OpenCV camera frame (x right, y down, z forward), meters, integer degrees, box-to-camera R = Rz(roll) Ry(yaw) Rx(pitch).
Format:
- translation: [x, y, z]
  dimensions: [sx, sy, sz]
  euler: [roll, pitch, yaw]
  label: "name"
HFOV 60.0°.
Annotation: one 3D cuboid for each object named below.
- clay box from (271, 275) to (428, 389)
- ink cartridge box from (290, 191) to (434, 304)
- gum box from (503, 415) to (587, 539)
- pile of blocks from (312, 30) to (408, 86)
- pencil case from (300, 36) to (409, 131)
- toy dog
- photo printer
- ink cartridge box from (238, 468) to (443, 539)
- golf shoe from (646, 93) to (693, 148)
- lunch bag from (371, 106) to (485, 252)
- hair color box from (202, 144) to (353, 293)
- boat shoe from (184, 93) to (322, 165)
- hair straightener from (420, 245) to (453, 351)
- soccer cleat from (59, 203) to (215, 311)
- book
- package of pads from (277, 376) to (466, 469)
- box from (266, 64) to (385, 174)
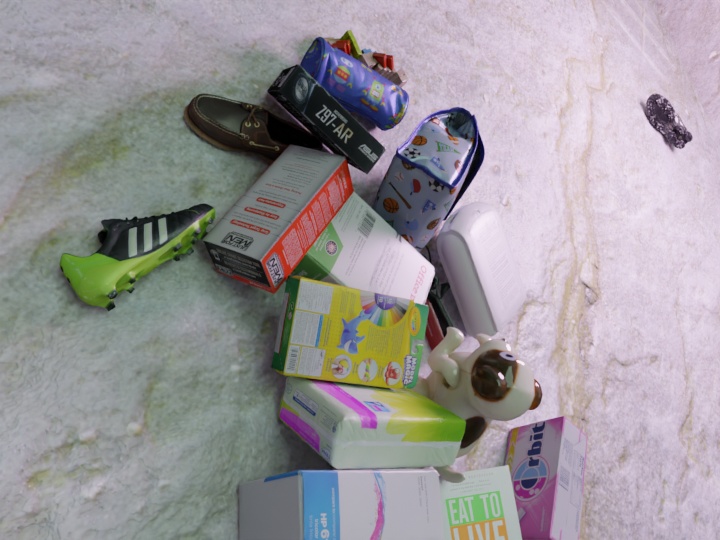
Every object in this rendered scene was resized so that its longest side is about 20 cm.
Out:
- translation: [-0.008, 0.082, 0.793]
  dimensions: [0.195, 0.047, 0.119]
  euler: [13, 86, -30]
  label: "clay box"
- translation: [0.000, 0.000, 0.898]
  dimensions: [0.199, 0.084, 0.148]
  euler: [42, 49, -18]
  label: "ink cartridge box"
- translation: [0.280, 0.331, 0.968]
  dimensions: [0.066, 0.113, 0.203]
  euler: [37, 51, -20]
  label: "gum box"
- translation: [0.014, -0.376, 1.096]
  dimensions: [0.196, 0.062, 0.085]
  euler: [9, 65, -38]
  label: "pile of blocks"
- translation: [-0.011, -0.300, 1.029]
  dimensions: [0.196, 0.077, 0.089]
  euler: [21, 78, -33]
  label: "pencil case"
- translation: [0.147, 0.170, 0.857]
  dimensions: [0.137, 0.199, 0.198]
  euler: [27, 47, -24]
  label: "toy dog"
- translation: [0.204, -0.011, 1.060]
  dimensions: [0.166, 0.068, 0.205]
  euler: [-34, 106, -51]
  label: "photo printer"
- translation: [-0.021, 0.278, 0.713]
  dimensions: [0.196, 0.143, 0.087]
  euler: [11, 63, -36]
  label: "ink cartridge box"
- translation: [0.951, -0.471, 1.946]
  dimensions: [0.201, 0.077, 0.095]
  euler: [48, 30, -15]
  label: "golf shoe"
- translation: [0.110, -0.147, 0.988]
  dimensions: [0.122, 0.172, 0.201]
  euler: [31, 45, 2]
  label: "lunch bag"
- translation: [-0.101, -0.074, 0.810]
  dimensions: [0.201, 0.099, 0.062]
  euler: [-54, 147, -32]
  label: "hair color box"
- translation: [-0.145, -0.201, 0.878]
  dimensions: [0.196, 0.070, 0.072]
  euler: [16, 61, -33]
  label: "boat shoe"
- translation: [0.108, 0.031, 1.016]
  dimensions: [0.076, 0.041, 0.204]
  euler: [-18, 79, -43]
  label: "hair straightener"
- translation: [-0.249, -0.037, 0.720]
  dimensions: [0.081, 0.068, 0.200]
  euler: [45, 47, 2]
  label: "soccer cleat"
- translation: [0.162, 0.389, 0.873]
  dimensions: [0.130, 0.048, 0.206]
  euler: [-2, 71, -18]
  label: "book"
- translation: [0.010, 0.186, 0.780]
  dimensions: [0.196, 0.153, 0.070]
  euler: [13, 93, -35]
  label: "package of pads"
- translation: [-0.055, -0.217, 0.890]
  dimensions: [0.159, 0.200, 0.044]
  euler: [40, 94, -19]
  label: "box"
